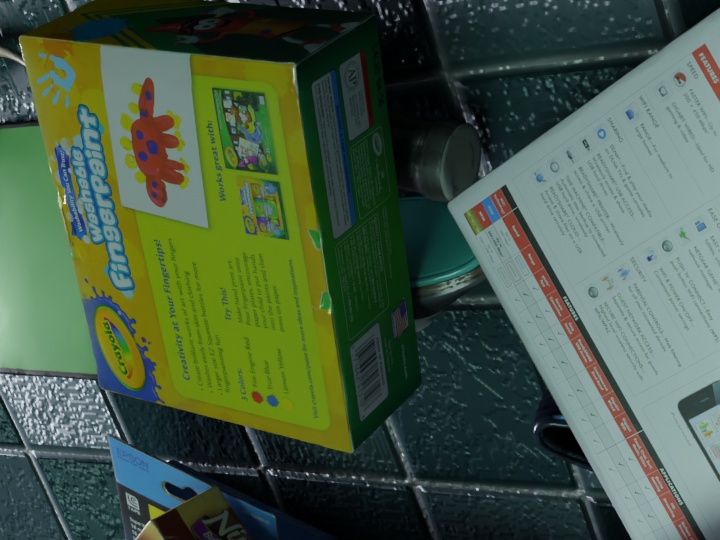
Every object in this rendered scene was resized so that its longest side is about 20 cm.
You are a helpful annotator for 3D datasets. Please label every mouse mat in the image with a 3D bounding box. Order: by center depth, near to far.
[{"bbox_3d":[-0.187,-0.015,0.957,0.199,0.008,0.162,1,84,39],"label":"mouse mat"}]

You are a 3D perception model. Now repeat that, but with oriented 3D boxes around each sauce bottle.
[{"bbox_3d":[-0.031,-0.072,0.813,0.199,0.065,0.065,14,127,30],"label":"sauce bottle"}]

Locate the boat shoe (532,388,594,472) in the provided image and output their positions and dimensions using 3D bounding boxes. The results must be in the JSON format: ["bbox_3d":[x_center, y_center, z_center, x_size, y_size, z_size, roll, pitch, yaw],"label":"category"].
[{"bbox_3d":[0.176,0.110,0.764,0.199,0.069,0.084,18,129,29],"label":"boat shoe"}]

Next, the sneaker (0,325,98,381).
[{"bbox_3d":[-0.172,0.036,1.000,0.199,0.078,0.076,8,78,40],"label":"sneaker"}]

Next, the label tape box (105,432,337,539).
[{"bbox_3d":[-0.086,0.194,1.043,0.144,0.063,0.201,21,130,29],"label":"label tape box"}]

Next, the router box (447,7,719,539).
[{"bbox_3d":[0.156,0.010,0.672,0.179,0.049,0.201,-34,80,38],"label":"router box"}]

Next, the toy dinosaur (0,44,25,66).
[{"bbox_3d":[-0.264,-0.130,0.982,0.106,0.061,0.200,37,147,-22],"label":"toy dinosaur"}]

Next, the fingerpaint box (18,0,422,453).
[{"bbox_3d":[-0.065,-0.027,0.770,0.166,0.073,0.201,9,122,32],"label":"fingerpaint box"}]

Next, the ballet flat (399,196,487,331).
[{"bbox_3d":[0.000,0.000,0.843,0.199,0.073,0.073,-1,118,33],"label":"ballet flat"}]

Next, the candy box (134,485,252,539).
[{"bbox_3d":[-0.114,0.234,0.992,0.117,0.056,0.200,54,142,13],"label":"candy box"}]
